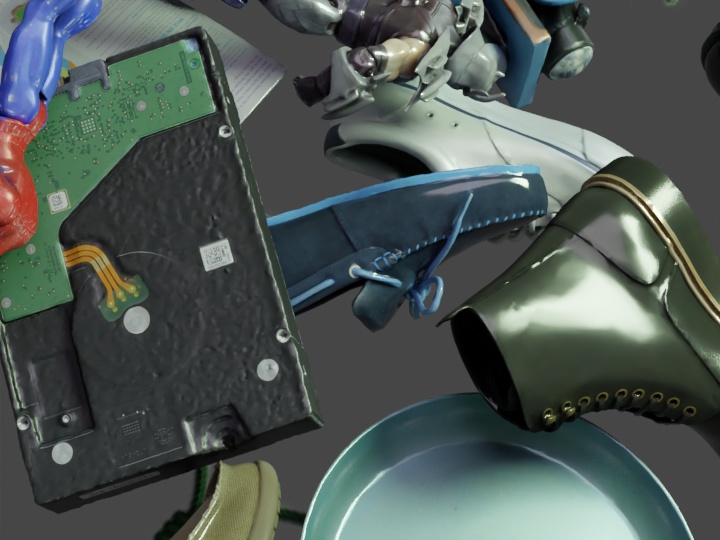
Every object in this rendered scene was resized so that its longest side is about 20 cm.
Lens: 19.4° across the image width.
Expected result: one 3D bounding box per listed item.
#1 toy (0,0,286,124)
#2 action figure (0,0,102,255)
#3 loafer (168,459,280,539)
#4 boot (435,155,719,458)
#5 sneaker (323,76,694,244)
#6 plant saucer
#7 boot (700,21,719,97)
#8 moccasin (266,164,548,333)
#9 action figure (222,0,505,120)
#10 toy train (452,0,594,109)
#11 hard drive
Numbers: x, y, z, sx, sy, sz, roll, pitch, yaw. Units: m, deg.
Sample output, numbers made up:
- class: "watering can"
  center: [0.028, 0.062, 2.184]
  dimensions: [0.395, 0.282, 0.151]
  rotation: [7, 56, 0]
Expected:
- class: "toy"
  center: [-0.151, -0.108, 1.093]
  dimensions: [0.199, 0.047, 0.115]
  rotation: [35, 65, 12]
- class: "action figure"
  center: [-0.181, -0.087, 0.982]
  dimensions: [0.098, 0.065, 0.202]
  rotation: [11, 77, 6]
- class: "loafer"
  center: [-0.097, 0.160, 0.928]
  dimensions: [0.067, 0.076, 0.201]
  rotation: [29, 57, -2]
- class: "boot"
  center: [0.132, 0.065, 1.020]
  dimensions: [0.138, 0.077, 0.201]
  rotation: [-36, 91, -27]
- class: "sneaker"
  center: [0.074, -0.043, 1.100]
  dimensions: [0.199, 0.073, 0.071]
  rotation: [24, 69, 11]
- class: "plant saucer"
  center: [0.066, 0.153, 0.997]
  dimensions: [0.198, 0.027, 0.202]
  rotation: [6, 58, -9]
- class: "boot"
  center: [0.248, -0.033, 1.124]
  dimensions: [0.197, 0.073, 0.163]
  rotation: [31, 57, 2]
- class: "moccasin"
  center: [0.000, 0.000, 1.040]
  dimensions: [0.198, 0.080, 0.069]
  rotation: [-17, 81, 9]
- class: "action figure"
  center: [-0.017, -0.131, 1.057]
  dimensions: [0.199, 0.070, 0.130]
  rotation: [25, 24, 3]
- class: "toy train"
  center: [0.046, -0.177, 1.161]
  dimensions: [0.114, 0.087, 0.201]
  rotation: [-26, 70, -15]
- class: "hard drive"
  center: [-0.109, -0.001, 0.999]
  dimensions: [0.139, 0.038, 0.202]
  rotation: [-19, 74, 5]
